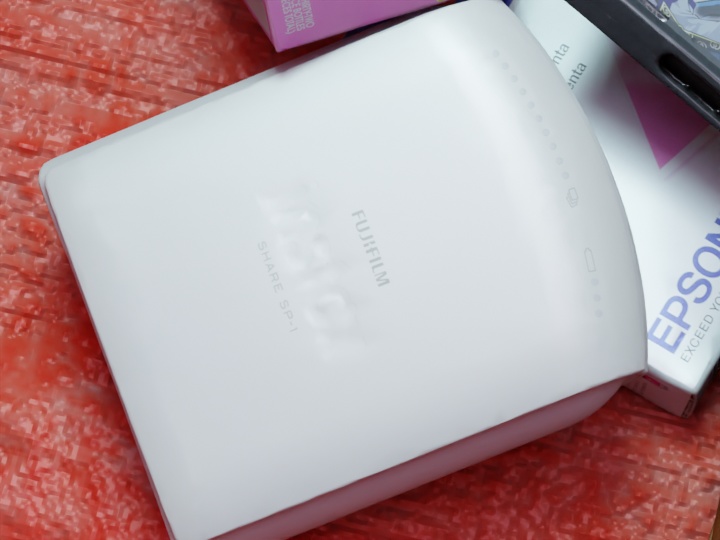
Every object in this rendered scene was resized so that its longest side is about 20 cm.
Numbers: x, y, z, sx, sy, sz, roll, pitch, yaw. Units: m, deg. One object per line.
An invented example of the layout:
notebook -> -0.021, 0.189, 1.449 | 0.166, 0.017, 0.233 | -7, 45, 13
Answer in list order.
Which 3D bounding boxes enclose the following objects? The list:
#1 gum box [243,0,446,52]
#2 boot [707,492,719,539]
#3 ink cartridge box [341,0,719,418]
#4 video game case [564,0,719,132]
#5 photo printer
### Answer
gum box -> -0.012, -0.168, 1.094 | 0.113, 0.066, 0.200 | -18, 34, -9
boot -> 0.156, 0.077, 1.012 | 0.073, 0.155, 0.201 | -2, 69, 5
ink cartridge box -> 0.093, -0.073, 1.127 | 0.200, 0.043, 0.197 | 30, 72, 7
video game case -> 0.193, -0.111, 1.098 | 0.181, 0.026, 0.200 | 40, 53, -2
photo printer -> 0.000, 0.000, 1.052 | 0.199, 0.069, 0.167 | -21, 82, 5
